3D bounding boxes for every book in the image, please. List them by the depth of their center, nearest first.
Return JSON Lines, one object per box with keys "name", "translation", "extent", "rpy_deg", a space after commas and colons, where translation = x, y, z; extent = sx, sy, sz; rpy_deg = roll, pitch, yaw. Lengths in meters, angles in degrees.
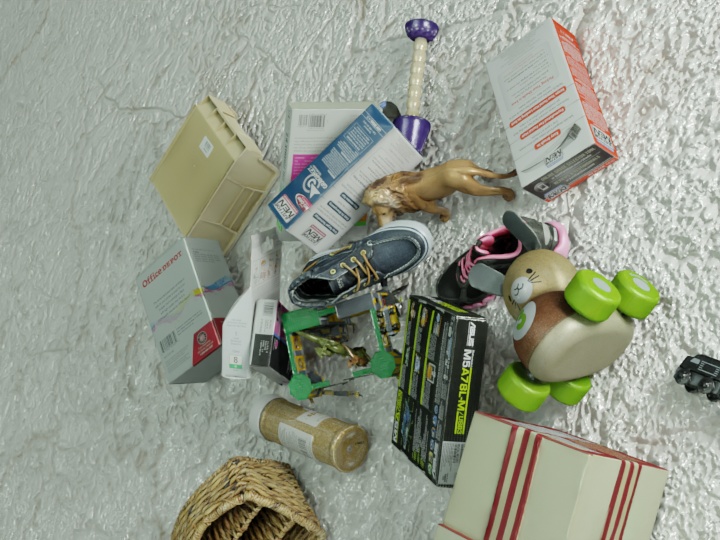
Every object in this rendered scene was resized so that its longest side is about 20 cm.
{"name": "book", "translation": [-0.047, -0.139, 1.440], "extent": [0.048, 0.133, 0.201], "rpy_deg": [-125, 38, -53]}

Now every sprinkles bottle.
{"name": "sprinkles bottle", "translation": [-0.077, 0.230, 1.449], "extent": [0.199, 0.068, 0.069], "rpy_deg": [11, 85, 47]}

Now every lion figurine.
{"name": "lion figurine", "translation": [0.105, -0.113, 1.335], "extent": [0.199, 0.122, 0.073], "rpy_deg": [-26, 59, 38]}

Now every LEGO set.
{"name": "LEGO set", "translation": [-0.011, 0.101, 1.416], "extent": [0.199, 0.116, 0.155], "rpy_deg": [-26, 77, 24]}

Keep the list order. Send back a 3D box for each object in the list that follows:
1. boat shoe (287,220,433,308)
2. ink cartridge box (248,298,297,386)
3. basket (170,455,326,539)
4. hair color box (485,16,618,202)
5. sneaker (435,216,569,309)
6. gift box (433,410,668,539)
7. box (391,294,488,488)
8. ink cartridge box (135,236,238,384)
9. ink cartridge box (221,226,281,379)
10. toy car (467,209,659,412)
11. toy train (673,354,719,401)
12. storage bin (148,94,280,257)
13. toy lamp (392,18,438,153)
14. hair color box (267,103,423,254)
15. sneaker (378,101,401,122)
{"name": "boat shoe", "translation": [0.000, 0.000, 1.339], "extent": [0.199, 0.071, 0.091], "rpy_deg": [-20, 17, 30]}
{"name": "ink cartridge box", "translation": [-0.119, 0.109, 1.476], "extent": [0.037, 0.200, 0.095], "rpy_deg": [4, 76, 8]}
{"name": "basket", "translation": [-0.169, 0.383, 1.437], "extent": [0.200, 0.142, 0.149], "rpy_deg": [-54, 44, 19]}
{"name": "hair color box", "translation": [0.237, -0.202, 1.273], "extent": [0.111, 0.064, 0.201], "rpy_deg": [-32, 54, 34]}
{"name": "sneaker", "translation": [0.158, -0.015, 1.267], "extent": [0.200, 0.095, 0.079], "rpy_deg": [-31, 57, 37]}
{"name": "gift box", "translation": [0.184, 0.264, 1.071], "extent": [0.184, 0.199, 0.188], "rpy_deg": [14, 88, 53]}
{"name": "box", "translation": [0.093, 0.140, 1.234], "extent": [0.193, 0.047, 0.201], "rpy_deg": [-158, 74, -77]}
{"name": "ink cartridge box", "translation": [-0.274, 0.066, 1.675], "extent": [0.146, 0.083, 0.201], "rpy_deg": [-36, 65, 33]}
{"name": "ink cartridge box", "translation": [-0.155, 0.040, 1.463], "extent": [0.050, 0.161, 0.201], "rpy_deg": [2, 98, 10]}
{"name": "toy car", "translation": [0.199, 0.028, 1.144], "extent": [0.200, 0.157, 0.165], "rpy_deg": [51, 124, 33]}
{"name": "toy train", "translation": [0.403, 0.126, 1.006], "extent": [0.200, 0.034, 0.046], "rpy_deg": [23, 81, 49]}
{"name": "storage bin", "translation": [-0.254, -0.168, 1.757], "extent": [0.199, 0.093, 0.200], "rpy_deg": [-54, 45, 18]}
{"name": "toy lamp", "translation": [0.080, -0.262, 1.464], "extent": [0.058, 0.058, 0.201], "rpy_deg": [-6, 72, 45]}
{"name": "hair color box", "translation": [-0.020, -0.121, 1.383], "extent": [0.200, 0.100, 0.061], "rpy_deg": [-43, 55, 6]}
{"name": "sneaker", "translation": [-0.018, -0.183, 1.524], "extent": [0.200, 0.078, 0.089], "rpy_deg": [-46, 50, 26]}
